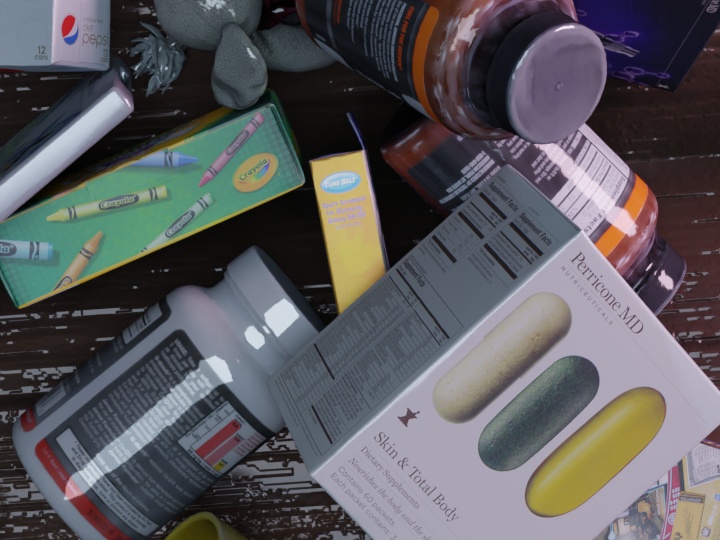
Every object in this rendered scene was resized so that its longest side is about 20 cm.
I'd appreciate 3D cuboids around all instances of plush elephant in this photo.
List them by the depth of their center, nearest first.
[{"bbox_3d":[-0.076,-0.187,1.344,0.200,0.155,0.165,-42,92,2],"label":"plush elephant"}]

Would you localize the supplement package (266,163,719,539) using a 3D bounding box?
[{"bbox_3d":[0.077,0.073,1.242,0.200,0.151,0.152,-42,111,2],"label":"supplement package"}]

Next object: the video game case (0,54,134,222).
[{"bbox_3d":[-0.224,-0.057,1.340,0.200,0.182,0.022,-40,103,2],"label":"video game case"}]

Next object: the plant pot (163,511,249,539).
[{"bbox_3d":[-0.081,0.276,1.367,0.142,0.200,0.201,29,93,-17],"label":"plant pot"}]

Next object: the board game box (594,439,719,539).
[{"bbox_3d":[0.166,0.198,1.427,0.135,0.035,0.201,18,94,-1],"label":"board game box"}]

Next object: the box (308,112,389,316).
[{"bbox_3d":[0.000,0.000,1.374,0.041,0.119,0.201,-13,93,2],"label":"box"}]

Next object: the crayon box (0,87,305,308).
[{"bbox_3d":[-0.135,-0.049,1.369,0.199,0.119,0.059,-24,100,1],"label":"crayon box"}]

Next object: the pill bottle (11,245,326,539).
[{"bbox_3d":[-0.116,0.083,1.381,0.200,0.116,0.116,-39,93,3],"label":"pill bottle"}]

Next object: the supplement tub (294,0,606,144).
[{"bbox_3d":[0.053,-0.141,1.235,0.107,0.200,0.107,-18,124,-28],"label":"supplement tub"}]

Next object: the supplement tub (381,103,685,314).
[{"bbox_3d":[0.115,-0.047,1.363,0.200,0.107,0.107,44,93,-13],"label":"supplement tub"}]

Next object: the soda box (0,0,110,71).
[{"bbox_3d":[-0.256,-0.161,1.353,0.199,0.064,0.069,3,93,27],"label":"soda box"}]

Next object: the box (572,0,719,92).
[{"bbox_3d":[0.154,-0.188,1.316,0.140,0.200,0.079,10,76,-1],"label":"box"}]
